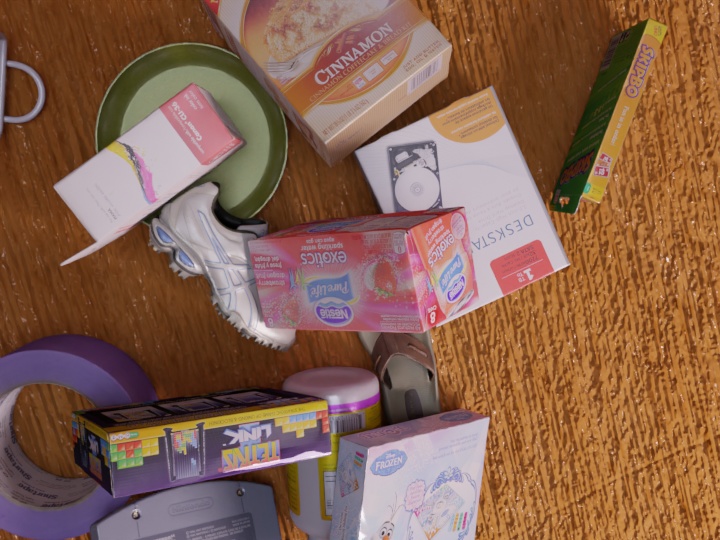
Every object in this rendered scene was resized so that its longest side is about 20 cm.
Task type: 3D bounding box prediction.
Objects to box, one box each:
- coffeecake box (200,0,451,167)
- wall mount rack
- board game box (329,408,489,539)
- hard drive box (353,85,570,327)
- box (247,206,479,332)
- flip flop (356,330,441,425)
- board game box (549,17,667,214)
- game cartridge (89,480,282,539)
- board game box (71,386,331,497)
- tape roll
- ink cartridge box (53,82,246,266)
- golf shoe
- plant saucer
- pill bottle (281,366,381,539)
[{"bbox_3d":[-0.034,-0.230,0.764,0.153,0.073,0.200,-39,79,-5],"label":"coffeecake box"},{"bbox_3d":[-0.432,-0.163,0.790,0.199,0.075,0.174,6,96,-2],"label":"wall mount rack"},{"bbox_3d":[0.051,0.257,0.811,0.200,0.043,0.200,0,100,-47],"label":"board game box"},{"bbox_3d":[0.103,-0.067,0.821,0.156,0.077,0.200,-26,97,2],"label":"hard drive box"},{"bbox_3d":[0.000,0.000,0.753,0.200,0.103,0.095,-2,103,39],"label":"box"},{"bbox_3d":[0.044,0.102,0.846,0.081,0.058,0.201,-13,96,-1],"label":"flip flop"},{"bbox_3d":[0.250,-0.151,0.806,0.030,0.096,0.200,22,95,-5],"label":"board game box"},{"bbox_3d":[-0.174,0.290,0.807,0.200,0.040,0.134,-1,74,-38],"label":"game cartridge"},{"bbox_3d":[-0.152,0.153,0.734,0.200,0.165,0.057,-4,90,-30],"label":"board game box"},{"bbox_3d":[-0.319,0.173,0.828,0.199,0.085,0.201,0,96,-1],"label":"tape roll"},{"bbox_3d":[-0.213,-0.092,0.755,0.200,0.116,0.068,-36,98,2],"label":"ink cartridge box"},{"bbox_3d":[-0.119,-0.002,0.804,0.097,0.078,0.200,-41,113,5],"label":"golf shoe"},{"bbox_3d":[-0.175,-0.136,0.825,0.199,0.031,0.201,0,96,-1],"label":"plant saucer"},{"bbox_3d":[-0.027,0.210,0.833,0.104,0.104,0.201,-3,97,-2],"label":"pill bottle"}]
